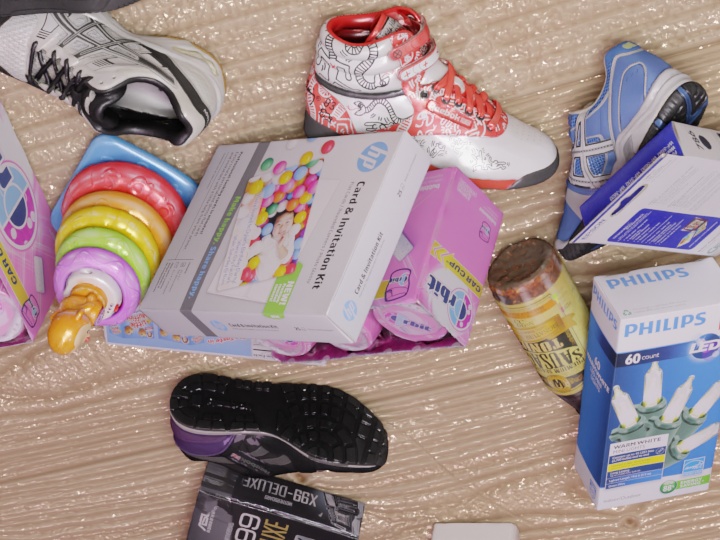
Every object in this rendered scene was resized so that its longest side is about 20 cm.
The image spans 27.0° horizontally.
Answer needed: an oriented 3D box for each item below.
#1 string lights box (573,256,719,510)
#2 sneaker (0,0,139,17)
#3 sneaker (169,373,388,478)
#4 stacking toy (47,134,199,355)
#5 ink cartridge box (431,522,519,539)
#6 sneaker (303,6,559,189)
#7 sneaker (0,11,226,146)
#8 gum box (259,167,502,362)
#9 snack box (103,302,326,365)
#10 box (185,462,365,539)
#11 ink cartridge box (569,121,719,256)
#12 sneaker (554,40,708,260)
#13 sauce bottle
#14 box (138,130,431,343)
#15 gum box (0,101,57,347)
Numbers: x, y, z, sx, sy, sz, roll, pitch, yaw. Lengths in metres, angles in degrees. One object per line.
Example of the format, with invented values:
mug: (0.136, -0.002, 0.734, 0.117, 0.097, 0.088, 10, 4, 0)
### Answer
string lights box: (0.233, 0.092, 1.193, 0.101, 0.059, 0.202, -9, 128, -10)
sneaker: (-0.243, -0.242, 1.090, 0.197, 0.060, 0.105, -3, 129, 16)
sneaker: (-0.072, 0.150, 1.345, 0.198, 0.076, 0.088, 13, 141, 5)
stacking toy: (-0.201, -0.002, 1.166, 0.109, 0.201, 0.116, 30, 124, -12)
ink cartridge box: (0.102, 0.351, 1.366, 0.083, 0.201, 0.147, -2, 125, 14)
sneaker: (0.058, -0.130, 1.114, 0.199, 0.068, 0.109, 12, 129, 4)
sneaker: (-0.203, -0.150, 1.133, 0.198, 0.088, 0.076, 14, 128, 2)
gum box: (0.000, 0.000, 1.139, 0.199, 0.115, 0.066, -8, 143, 42)
snack box: (-0.125, 0.039, 1.291, 0.197, 0.024, 0.073, 5, 127, 6)
box: (-0.095, 0.285, 1.444, 0.156, 0.050, 0.201, 17, 126, -2)
ink cartridge box: (0.232, -0.057, 1.084, 0.199, 0.039, 0.099, 3, 141, -48)
sneaker: (0.192, -0.087, 1.131, 0.077, 0.075, 0.201, 49, 141, 23)
sauce bottle: (0.172, 0.065, 1.234, 0.065, 0.066, 0.201, -21, 121, 22)
box: (-0.058, -0.025, 1.109, 0.198, 0.157, 0.041, 2, 148, 41)
gum box: (-0.311, -0.051, 1.204, 0.065, 0.114, 0.202, -9, 123, 16)
